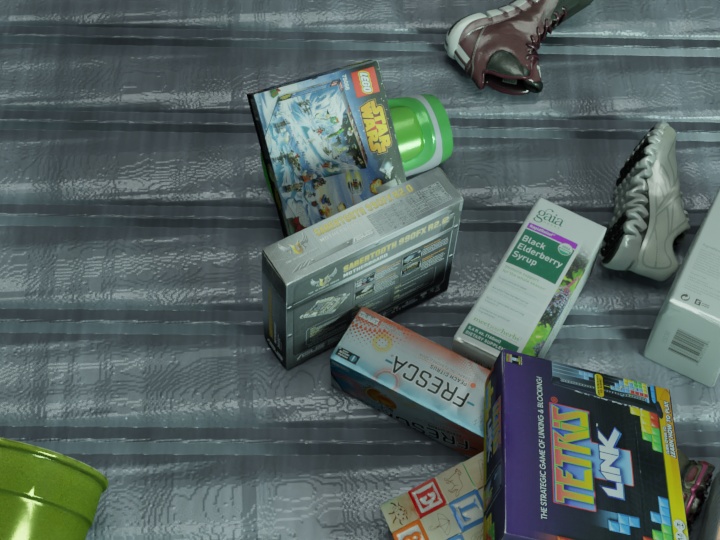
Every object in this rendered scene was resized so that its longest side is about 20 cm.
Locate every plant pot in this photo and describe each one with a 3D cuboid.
[{"bbox_3d":[-0.328,0.251,1.031,0.199,0.201,0.194,8,68,3],"label":"plant pot"}]

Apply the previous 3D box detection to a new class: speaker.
[{"bbox_3d":[-0.004,-0.130,1.354,0.199,0.089,0.089,-18,58,-14],"label":"speaker"}]

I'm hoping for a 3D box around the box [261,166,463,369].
[{"bbox_3d":[0.000,0.000,1.221,0.199,0.159,0.048,-27,61,-18],"label":"box"}]

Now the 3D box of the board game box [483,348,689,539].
[{"bbox_3d":[0.191,0.174,1.076,0.164,0.057,0.201,14,44,-9],"label":"board game box"}]

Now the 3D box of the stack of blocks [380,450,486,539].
[{"bbox_3d":[0.111,0.272,1.082,0.115,0.059,0.201,-27,60,3],"label":"stack of blocks"}]

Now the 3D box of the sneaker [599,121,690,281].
[{"bbox_3d":[0.317,-0.073,1.347,0.081,0.075,0.201,23,59,-4],"label":"sneaker"}]

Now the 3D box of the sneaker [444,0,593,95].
[{"bbox_3d":[0.208,-0.265,1.472,0.199,0.076,0.116,-25,65,-6],"label":"sneaker"}]

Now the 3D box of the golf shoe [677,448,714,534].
[{"bbox_3d":[0.247,0.239,1.128,0.092,0.073,0.200,22,47,19],"label":"golf shoe"}]

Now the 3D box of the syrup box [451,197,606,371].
[{"bbox_3d":[0.168,0.030,1.255,0.078,0.082,0.200,26,60,15],"label":"syrup box"}]

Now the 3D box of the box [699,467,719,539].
[{"bbox_3d":[0.366,0.274,1.068,0.151,0.107,0.201,15,63,11],"label":"box"}]

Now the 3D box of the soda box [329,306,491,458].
[{"bbox_3d":[0.071,0.116,1.201,0.199,0.064,0.069,26,63,15],"label":"soda box"}]

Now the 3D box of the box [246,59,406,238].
[{"bbox_3d":[-0.026,-0.102,1.285,0.136,0.201,0.040,-17,13,-14],"label":"box"}]

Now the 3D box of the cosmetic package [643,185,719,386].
[{"bbox_3d":[0.368,0.002,1.267,0.081,0.113,0.200,26,61,14],"label":"cosmetic package"}]
